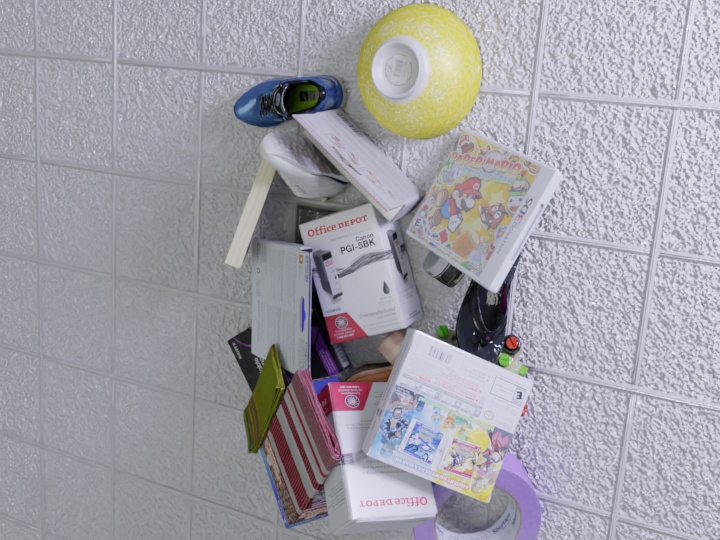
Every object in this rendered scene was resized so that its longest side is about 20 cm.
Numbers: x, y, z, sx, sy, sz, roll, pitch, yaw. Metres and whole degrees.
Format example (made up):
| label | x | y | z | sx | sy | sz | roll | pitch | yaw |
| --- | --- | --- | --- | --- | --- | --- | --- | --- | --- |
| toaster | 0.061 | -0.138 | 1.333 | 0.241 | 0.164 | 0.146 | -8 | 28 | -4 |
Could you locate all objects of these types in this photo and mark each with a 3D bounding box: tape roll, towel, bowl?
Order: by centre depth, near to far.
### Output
| label | x | y | z | sx | sy | sz | roll | pitch | yaw |
| --- | --- | --- | --- | --- | --- | --- | --- | --- | --- |
| towel | -0.086 | 0.256 | 1.190 | 0.146 | 0.022 | 0.201 | 64 | 147 | 29 |
| bowl | 0.071 | -0.295 | 1.190 | 0.196 | 0.107 | 0.205 | 5 | 101 | 24 |
| tape roll | 0.174 | 0.369 | 1.237 | 0.195 | 0.066 | 0.205 | -2 | 111 | -4 |
| towel | -0.164 | 0.216 | 1.337 | 0.202 | 0.018 | 0.087 | 115 | 145 | -43 |

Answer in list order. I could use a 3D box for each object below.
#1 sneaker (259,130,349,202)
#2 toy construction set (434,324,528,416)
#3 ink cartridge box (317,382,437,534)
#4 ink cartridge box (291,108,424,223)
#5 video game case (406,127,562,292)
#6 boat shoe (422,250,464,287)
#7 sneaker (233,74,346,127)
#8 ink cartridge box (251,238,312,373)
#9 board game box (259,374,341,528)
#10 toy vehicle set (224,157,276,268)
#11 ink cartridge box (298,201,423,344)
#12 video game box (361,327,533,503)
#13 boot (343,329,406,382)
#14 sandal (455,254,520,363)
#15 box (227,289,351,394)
| label | x | y | z | sx | sy | sz | roll | pitch | yaw |
| --- | --- | --- | --- | --- | --- | --- | --- | --- | --- |
| sneaker | -0.090 | -0.152 | 1.246 | 0.080 | 0.198 | 0.078 | -37 | 60 | 26 |
| toy construction set | 0.175 | 0.149 | 1.224 | 0.197 | 0.092 | 0.133 | 27 | 77 | 1 |
| ink cartridge box | 0.017 | 0.273 | 1.178 | 0.084 | 0.142 | 0.204 | -49 | 44 | 49 |
| ink cartridge box | -0.009 | -0.156 | 1.210 | 0.200 | 0.176 | 0.045 | 46 | 116 | 8 |
| video game case | 0.170 | -0.092 | 1.152 | 0.199 | 0.023 | 0.184 | 37 | 100 | 47 |
| boat shoe | 0.176 | -0.064 | 1.212 | 0.063 | 0.071 | 0.201 | 32 | 107 | -19 |
| sneaker | -0.125 | -0.278 | 1.297 | 0.196 | 0.089 | 0.081 | -7 | 96 | 26 |
| ink cartridge box | -0.115 | 0.057 | 1.299 | 0.198 | 0.040 | 0.205 | 15 | 105 | 55 |
| board game box | -0.079 | 0.296 | 1.308 | 0.162 | 0.095 | 0.201 | 65 | 147 | 28 |
| toy vehicle set | -0.169 | -0.109 | 1.308 | 0.026 | 0.124 | 0.204 | 20 | 95 | -7 |
| ink cartridge box | 0.000 | 0.000 | 1.292 | 0.144 | 0.083 | 0.204 | -15 | 94 | 28 |
| video game box | 0.124 | 0.204 | 1.135 | 0.197 | 0.047 | 0.186 | 24 | 85 | -13 |
| boot | 0.056 | 0.209 | 1.319 | 0.155 | 0.077 | 0.200 | 45 | 108 | 7 |
| sandal | 0.185 | 0.042 | 1.162 | 0.074 | 0.048 | 0.205 | 10 | 93 | -4 |
| box | -0.127 | 0.144 | 1.407 | 0.198 | 0.036 | 0.145 | -30 | 86 | 28 |
